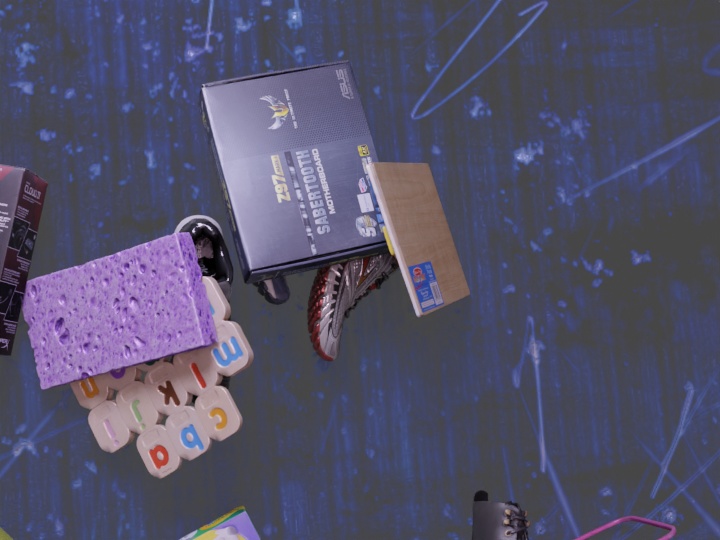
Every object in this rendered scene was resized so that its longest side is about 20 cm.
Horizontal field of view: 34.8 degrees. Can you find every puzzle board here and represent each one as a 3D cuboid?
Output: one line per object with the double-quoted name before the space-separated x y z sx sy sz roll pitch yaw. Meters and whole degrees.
"puzzle board" 0.059 -0.035 1.158 0.017 0.200 0.151 -18 89 19

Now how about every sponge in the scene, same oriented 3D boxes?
"sponge" -0.240 0.041 1.122 0.200 0.030 0.112 -16 85 24

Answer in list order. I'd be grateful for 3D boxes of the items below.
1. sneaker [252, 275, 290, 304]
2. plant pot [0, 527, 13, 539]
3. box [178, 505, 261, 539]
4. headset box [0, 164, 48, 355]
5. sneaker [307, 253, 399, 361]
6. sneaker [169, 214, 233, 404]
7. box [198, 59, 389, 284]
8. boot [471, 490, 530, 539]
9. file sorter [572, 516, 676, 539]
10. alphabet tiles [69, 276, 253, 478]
"sneaker" -0.088 -0.066 1.187 0.086 0.078 0.200 -11 88 -13
"plant pot" -0.333 0.361 1.075 0.200 0.187 0.187 42 80 -19
"box" -0.180 0.337 1.155 0.200 0.048 0.117 -28 90 -9
"headset box" -0.402 -0.029 1.118 0.149 0.077 0.200 9 83 3
"sneaker" 0.000 0.000 1.195 0.082 0.078 0.200 21 83 -9
"sneaker" -0.161 0.039 1.157 0.066 0.090 0.200 -1 85 -11
"box" -0.062 -0.100 1.142 0.157 0.051 0.200 -12 78 -15
"boot" 0.165 0.296 1.141 0.077 0.200 0.139 11 80 -35
"file sorter" 0.286 0.371 1.183 0.125 0.139 0.200 -21 89 -12
"alphabet tiles" -0.200 0.094 1.130 0.200 0.015 0.196 -33 78 21
